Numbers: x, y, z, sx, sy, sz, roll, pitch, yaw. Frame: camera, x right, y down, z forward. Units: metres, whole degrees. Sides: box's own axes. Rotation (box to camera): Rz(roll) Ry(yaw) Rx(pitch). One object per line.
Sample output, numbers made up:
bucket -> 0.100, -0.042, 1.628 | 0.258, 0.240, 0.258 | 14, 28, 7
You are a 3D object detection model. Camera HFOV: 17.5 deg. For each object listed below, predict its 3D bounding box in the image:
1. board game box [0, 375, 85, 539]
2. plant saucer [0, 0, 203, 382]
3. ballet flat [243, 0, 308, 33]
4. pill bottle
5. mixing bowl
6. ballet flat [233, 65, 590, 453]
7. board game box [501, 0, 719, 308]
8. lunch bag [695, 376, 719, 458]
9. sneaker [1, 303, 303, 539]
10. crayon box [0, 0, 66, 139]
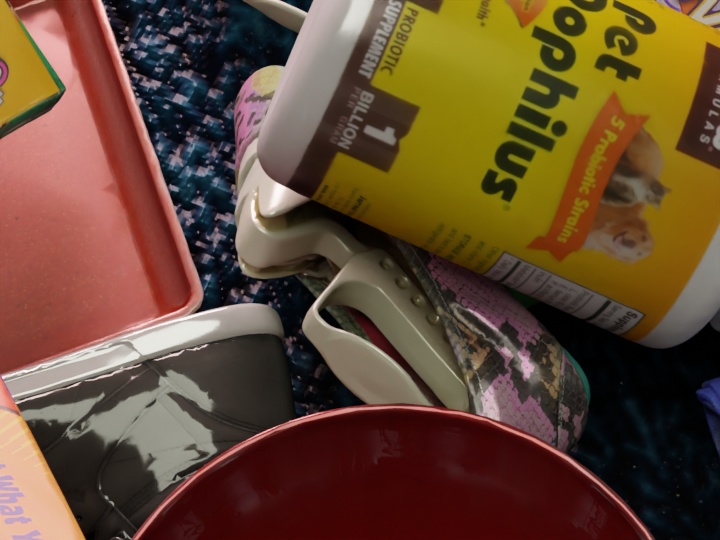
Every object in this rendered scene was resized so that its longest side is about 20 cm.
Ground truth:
board game box -> -0.174, 0.169, 0.667 | 0.199, 0.201, 0.200 | -10, 33, -20
plant saucer -> -0.176, -0.024, 0.899 | 0.199, 0.037, 0.200 | -20, 59, -3
ballet flat -> -0.038, -0.146, 0.934 | 0.074, 0.074, 0.200 | -42, 68, -13
pill bottle -> 0.073, -0.044, 0.797 | 0.199, 0.109, 0.110 | 23, 69, -6
mixing bowl -> 0.011, 0.155, 0.772 | 0.199, 0.108, 0.201 | -2, 67, 4
ballet flat -> 0.000, 0.000, 0.854 | 0.071, 0.069, 0.200 | -22, 60, -37
board game box -> 0.112, -0.094, 0.878 | 0.199, 0.040, 0.153 | -26, 92, -6
lunch bag -> 0.221, 0.089, 0.780 | 0.169, 0.124, 0.200 | -16, 50, -2
sneaker -> -0.108, 0.090, 0.833 | 0.199, 0.071, 0.099 | -20, 70, -1
crayon box -> -0.221, -0.062, 0.842 | 0.200, 0.058, 0.119 | -32, 94, -11
